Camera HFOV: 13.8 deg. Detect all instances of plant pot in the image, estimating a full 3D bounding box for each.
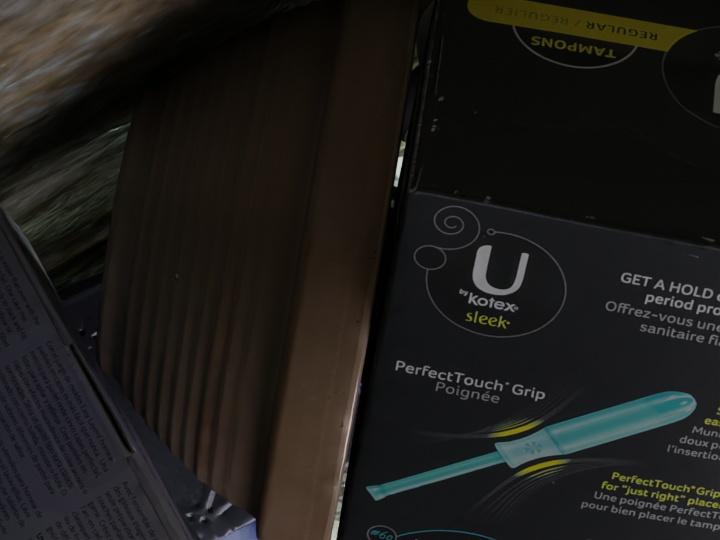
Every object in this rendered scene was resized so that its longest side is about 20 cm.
[{"bbox_3d":[-0.038,-0.008,1.030,0.092,0.202,0.201,10,172,1],"label":"plant pot"}]

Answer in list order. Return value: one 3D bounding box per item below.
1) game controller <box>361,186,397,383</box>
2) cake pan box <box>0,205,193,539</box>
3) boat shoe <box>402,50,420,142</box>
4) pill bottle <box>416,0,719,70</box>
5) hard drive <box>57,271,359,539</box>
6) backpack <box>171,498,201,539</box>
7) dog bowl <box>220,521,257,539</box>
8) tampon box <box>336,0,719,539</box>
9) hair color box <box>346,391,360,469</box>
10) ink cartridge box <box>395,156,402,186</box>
[{"bbox_3d":[0.000,0.000,1.204,0.104,0.042,0.200,-25,-146,-39],"label":"game controller"},{"bbox_3d":[-0.156,0.100,1.015,0.184,0.200,0.052,-34,154,1],"label":"cake pan box"},{"bbox_3d":[0.065,-0.088,1.206,0.073,0.065,0.200,-27,172,-29],"label":"boat shoe"},{"bbox_3d":[0.113,-0.113,1.034,0.200,0.113,0.113,-37,172,39],"label":"pill bottle"},{"bbox_3d":[-0.105,0.064,1.302,0.200,0.135,0.042,-26,-157,-5],"label":"hard drive"},{"bbox_3d":[-0.149,0.121,1.170,0.153,0.200,0.176,-32,-170,8],"label":"backpack"},{"bbox_3d":[-0.135,0.114,1.439,0.199,0.079,0.200,-9,180,0],"label":"dog bowl"},{"bbox_3d":[0.080,0.017,0.998,0.126,0.149,0.200,-80,180,-46],"label":"tampon box"},{"bbox_3d":[0.045,0.010,1.361,0.109,0.065,0.200,-42,168,-32],"label":"hair color box"},{"bbox_3d":[-0.014,0.001,1.492,0.116,0.068,0.200,-34,172,18],"label":"ink cartridge box"}]
